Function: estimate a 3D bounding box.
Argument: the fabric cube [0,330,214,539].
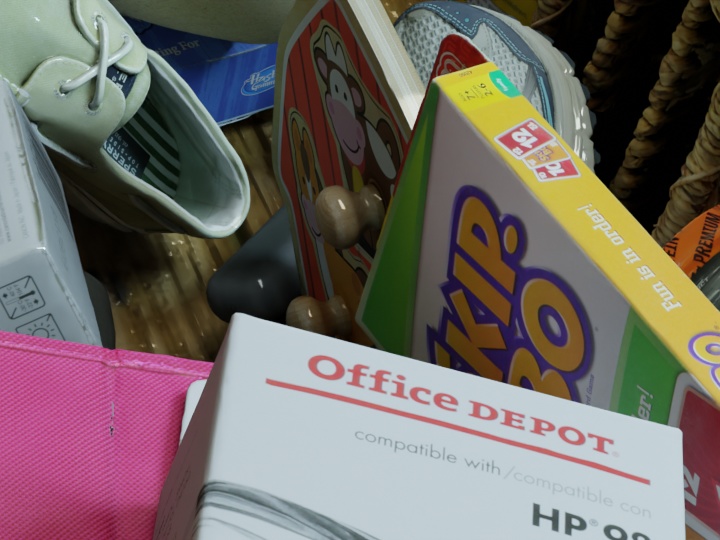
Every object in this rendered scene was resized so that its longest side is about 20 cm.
[{"bbox_3d":[-0.081,0.155,0.728,0.200,0.196,0.199,8,41,-15],"label":"fabric cube"}]

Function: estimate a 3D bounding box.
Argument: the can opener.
[{"bbox_3d":[-0.005,-0.023,1.087,0.066,0.053,0.200,-3,29,28],"label":"can opener"}]

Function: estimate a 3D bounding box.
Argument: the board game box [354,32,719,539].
[{"bbox_3d":[0.062,0.033,0.754,0.030,0.096,0.200,-15,52,-31],"label":"board game box"}]

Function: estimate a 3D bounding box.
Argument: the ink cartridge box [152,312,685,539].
[{"bbox_3d":[0.010,0.083,0.644,0.116,0.067,0.200,15,40,-8],"label":"ink cartridge box"}]

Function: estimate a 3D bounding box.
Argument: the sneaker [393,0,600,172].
[{"bbox_3d":[0.036,-0.026,1.002,0.086,0.078,0.200,19,41,-38],"label":"sneaker"}]

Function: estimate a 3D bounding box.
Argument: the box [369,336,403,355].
[{"bbox_3d":[0.053,0.135,0.835,0.200,0.160,0.044,40,47,21],"label":"box"}]

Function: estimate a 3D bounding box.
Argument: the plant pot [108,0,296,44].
[{"bbox_3d":[-0.046,-0.163,1.053,0.134,0.200,0.200,48,34,-21],"label":"plant pot"}]

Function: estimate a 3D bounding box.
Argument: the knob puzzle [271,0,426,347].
[{"bbox_3d":[0.000,0.000,0.904,0.030,0.220,0.220,-16,50,-15],"label":"knob puzzle"}]

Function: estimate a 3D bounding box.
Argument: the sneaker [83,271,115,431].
[{"bbox_3d":[-0.097,0.076,0.919,0.091,0.076,0.200,29,35,-19],"label":"sneaker"}]

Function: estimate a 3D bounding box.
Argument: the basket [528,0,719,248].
[{"bbox_3d":[0.108,-0.065,1.054,0.149,0.200,0.143,-24,58,-40],"label":"basket"}]

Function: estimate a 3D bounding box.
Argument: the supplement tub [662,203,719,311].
[{"bbox_3d":[0.167,0.062,0.834,0.122,0.123,0.200,-6,31,-29],"label":"supplement tub"}]

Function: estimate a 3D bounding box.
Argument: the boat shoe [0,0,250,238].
[{"bbox_3d":[-0.100,-0.072,0.986,0.062,0.200,0.072,13,73,32],"label":"boat shoe"}]

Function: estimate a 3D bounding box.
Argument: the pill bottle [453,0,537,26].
[{"bbox_3d":[0.113,-0.164,1.169,0.111,0.200,0.111,12,40,-10],"label":"pill bottle"}]

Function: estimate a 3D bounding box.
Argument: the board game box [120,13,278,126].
[{"bbox_3d":[-0.145,-0.121,1.124,0.200,0.043,0.199,-20,53,-33],"label":"board game box"}]

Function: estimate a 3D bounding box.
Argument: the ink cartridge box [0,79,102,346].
[{"bbox_3d":[-0.188,0.021,0.910,0.200,0.050,0.109,-24,34,1],"label":"ink cartridge box"}]
